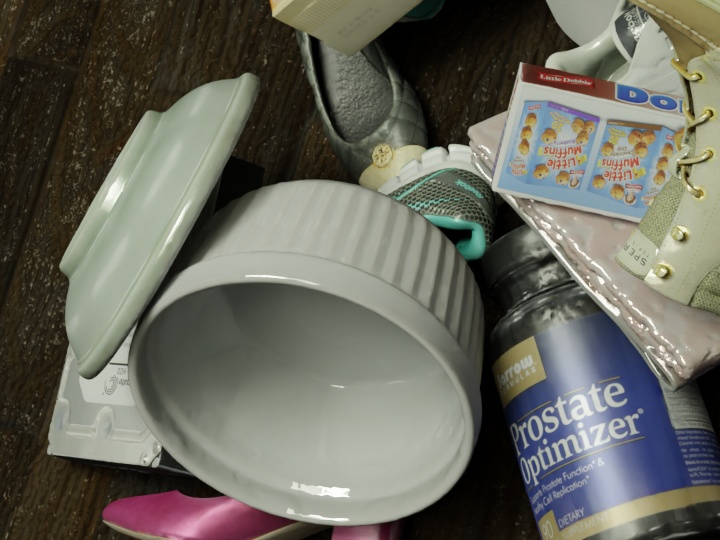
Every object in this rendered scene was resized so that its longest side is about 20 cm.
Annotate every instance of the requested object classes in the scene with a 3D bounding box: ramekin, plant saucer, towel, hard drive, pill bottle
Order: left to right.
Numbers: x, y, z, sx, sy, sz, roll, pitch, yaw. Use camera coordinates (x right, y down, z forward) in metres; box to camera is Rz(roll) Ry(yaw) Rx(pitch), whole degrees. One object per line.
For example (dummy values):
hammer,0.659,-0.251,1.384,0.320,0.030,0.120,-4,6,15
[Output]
plant saucer,-0.126,-0.035,1.199,0.050,0.200,0.200,29,89,-10
hard drive,-0.133,0.027,1.326,0.140,0.038,0.200,0,76,53
ramekin,-0.023,0.041,1.184,0.200,0.200,0.105,-6,41,22
pill bottle,0.136,0.073,1.185,0.112,0.112,0.200,-23,68,17
towel,0.188,-0.041,1.182,0.191,0.032,0.200,-26,61,-27

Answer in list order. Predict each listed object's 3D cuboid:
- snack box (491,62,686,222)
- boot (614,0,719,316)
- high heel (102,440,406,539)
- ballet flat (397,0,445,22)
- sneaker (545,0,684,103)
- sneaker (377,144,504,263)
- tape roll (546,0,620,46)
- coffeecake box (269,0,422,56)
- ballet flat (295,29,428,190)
snack box,0.175,-0.056,1.124,0.200,0.072,0.024,12,36,-1
boot,0.171,-0.067,1.059,0.200,0.072,0.155,29,108,-15
high heel,-0.062,0.131,1.282,0.200,0.067,0.096,2,76,25
ballet flat,0.039,-0.249,1.349,0.072,0.072,0.200,9,78,26
sneaker,0.192,-0.135,1.108,0.200,0.080,0.076,-38,35,31
sneaker,0.000,0.000,1.266,0.200,0.078,0.091,-35,22,14
tape roll,0.192,-0.216,1.222,0.202,0.071,0.203,-16,49,19
coffeecake box,0.005,-0.259,1.276,0.153,0.073,0.200,-35,52,31
ballet flat,-0.011,-0.130,1.334,0.066,0.057,0.200,-29,67,15
